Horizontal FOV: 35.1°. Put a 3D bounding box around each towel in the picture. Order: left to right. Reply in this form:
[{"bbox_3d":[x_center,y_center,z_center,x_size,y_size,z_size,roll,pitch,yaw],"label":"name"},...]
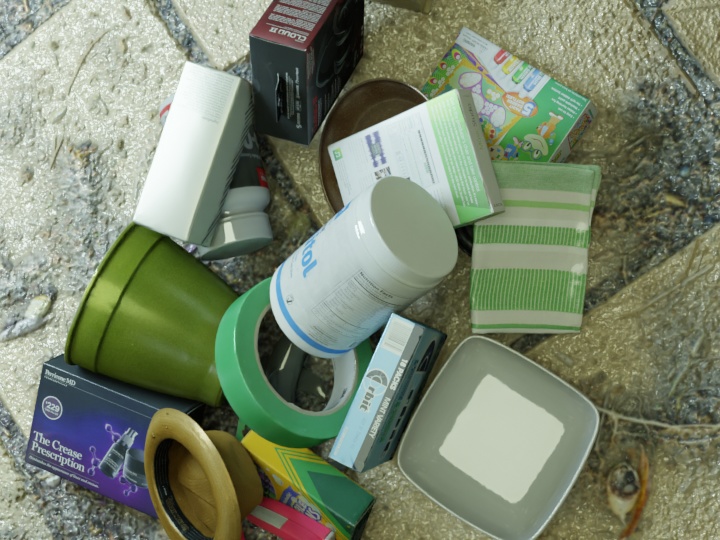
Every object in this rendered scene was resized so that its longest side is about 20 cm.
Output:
[{"bbox_3d":[0.201,-0.025,1.320,0.151,0.023,0.203,0,104,-15],"label":"towel"}]

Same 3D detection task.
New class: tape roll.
[{"bbox_3d":[-0.074,0.105,1.341,0.048,0.199,0.202,-32,76,45],"label":"tape roll"}]

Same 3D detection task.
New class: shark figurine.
[{"bbox_3d":[-0.088,0.168,1.398,0.127,0.089,0.217,-16,79,12],"label":"shark figurine"}]

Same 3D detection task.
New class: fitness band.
[{"bbox_3d":[-0.084,0.347,1.360,0.198,0.037,0.145,23,131,26],"label":"fitness band"}]

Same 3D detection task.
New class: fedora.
[{"bbox_3d":[-0.173,0.243,1.309,0.200,0.081,0.203,20,117,47],"label":"fedora"}]

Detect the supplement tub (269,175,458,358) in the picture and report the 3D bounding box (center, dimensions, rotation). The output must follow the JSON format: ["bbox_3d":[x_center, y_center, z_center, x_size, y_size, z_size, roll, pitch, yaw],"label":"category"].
[{"bbox_3d":[0.000,0.000,1.277,0.200,0.131,0.133,-40,75,39],"label":"supplement tub"}]

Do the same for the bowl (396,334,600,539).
[{"bbox_3d":[0.164,0.200,1.342,0.198,0.075,0.201,31,91,14],"label":"bowl"}]

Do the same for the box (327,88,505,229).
[{"bbox_3d":[0.061,-0.107,1.312,0.199,0.036,0.146,-18,86,39],"label":"box"}]

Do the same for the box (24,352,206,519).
[{"bbox_3d":[-0.309,0.202,1.431,0.198,0.079,0.143,19,103,14],"label":"box"}]

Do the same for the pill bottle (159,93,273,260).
[{"bbox_3d":[-0.177,-0.123,1.431,0.113,0.114,0.202,-17,82,11],"label":"pill bottle"}]

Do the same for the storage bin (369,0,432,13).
[{"bbox_3d":[0.011,-0.445,1.430,0.198,0.094,0.201,14,88,14],"label":"storage bin"}]

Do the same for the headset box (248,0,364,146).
[{"bbox_3d":[-0.064,-0.260,1.348,0.076,0.150,0.201,17,52,12],"label":"headset box"}]

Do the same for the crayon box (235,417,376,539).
[{"bbox_3d":[-0.084,0.261,1.366,0.199,0.126,0.052,33,53,14],"label":"crayon box"}]

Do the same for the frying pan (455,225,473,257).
[{"bbox_3d":[0.163,-0.105,1.397,0.113,0.031,0.193,0,88,12],"label":"frying pan"}]

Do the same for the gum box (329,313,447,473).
[{"bbox_3d":[0.036,0.139,1.312,0.044,0.200,0.172,24,90,13],"label":"gum box"}]

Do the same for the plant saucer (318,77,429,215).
[{"bbox_3d":[0.036,-0.130,1.372,0.199,0.036,0.203,6,101,36],"label":"plant saucer"}]

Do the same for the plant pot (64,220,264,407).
[{"bbox_3d":[-0.227,0.068,1.396,0.191,0.200,0.202,26,91,2],"label":"plant pot"}]

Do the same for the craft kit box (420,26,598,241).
[{"bbox_3d":[0.149,-0.163,1.374,0.199,0.048,0.199,36,97,28],"label":"craft kit box"}]

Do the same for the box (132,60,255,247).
[{"bbox_3d":[-0.191,-0.136,1.341,0.081,0.068,0.202,21,92,17],"label":"box"}]
